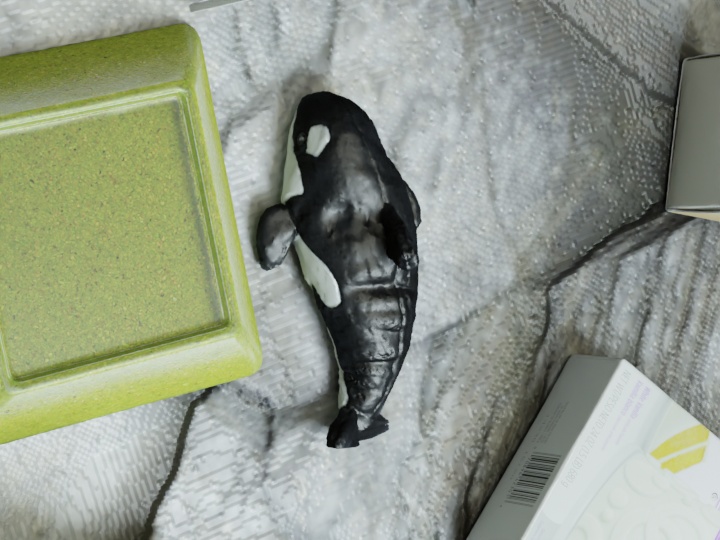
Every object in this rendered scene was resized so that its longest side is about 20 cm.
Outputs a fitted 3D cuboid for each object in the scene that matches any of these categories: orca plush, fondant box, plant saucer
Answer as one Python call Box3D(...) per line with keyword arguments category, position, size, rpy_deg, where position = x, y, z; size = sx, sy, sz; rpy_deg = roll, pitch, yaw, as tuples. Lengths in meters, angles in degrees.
Box3D(category="orca plush", position=(0.000, 0.000, 1.199), size=(0.105, 0.071, 0.201), rpy_deg=(7, 87, -29))
Box3D(category="fondant box", position=(0.176, 0.165, 1.308), size=(0.200, 0.058, 0.144), rpy_deg=(39, 72, -25))
Box3D(category="plant saucer", position=(-0.146, -0.019, 1.130), size=(0.199, 0.048, 0.201), rpy_deg=(-15, 97, -29))

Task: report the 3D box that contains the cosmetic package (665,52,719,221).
Box3D(category="cosmetic package", position=(0.297, -0.071, 1.367), size=(0.200, 0.071, 0.105), rpy_deg=(11, 85, -29))

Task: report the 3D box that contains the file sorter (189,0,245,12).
Box3D(category="file sorter", position=(-0.051, -0.247, 1.133), size=(0.124, 0.139, 0.200), rpy_deg=(-24, 102, -25))
